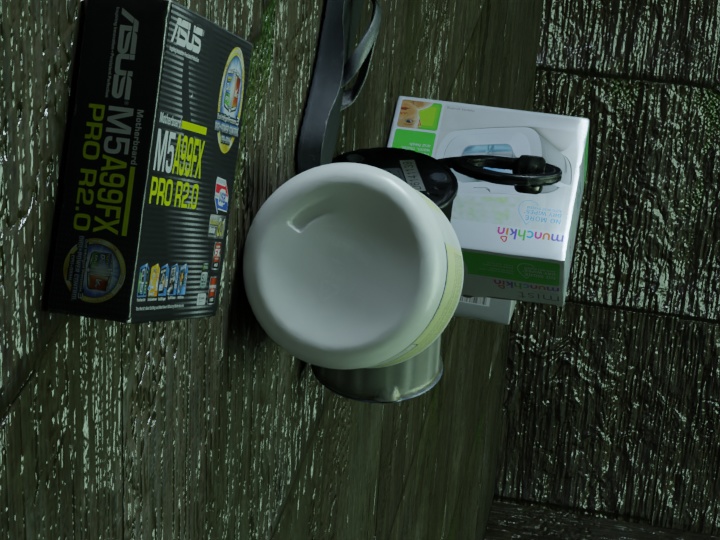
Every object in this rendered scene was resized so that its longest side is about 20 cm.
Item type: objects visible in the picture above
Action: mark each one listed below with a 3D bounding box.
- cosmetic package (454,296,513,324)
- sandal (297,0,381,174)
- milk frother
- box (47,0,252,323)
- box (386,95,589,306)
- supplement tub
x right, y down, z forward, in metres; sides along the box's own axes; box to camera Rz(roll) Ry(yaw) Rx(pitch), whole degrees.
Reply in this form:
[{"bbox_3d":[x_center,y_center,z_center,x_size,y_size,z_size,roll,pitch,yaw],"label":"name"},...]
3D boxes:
[{"bbox_3d":[0.159,-0.008,2.657,0.200,0.107,0.090,-68,165,-66],"label":"cosmetic package"},{"bbox_3d":[-0.010,-0.163,1.633,0.076,0.043,0.200,73,26,-71],"label":"sandal"},{"bbox_3d":[0.064,-0.008,1.752,0.181,0.200,0.188,-76,171,-57],"label":"milk frother"},{"bbox_3d":[-0.107,-0.055,1.081,0.200,0.044,0.160,4,94,-82],"label":"box"},{"bbox_3d":[0.121,-0.069,2.071,0.097,0.200,0.177,83,18,-58],"label":"box"},{"bbox_3d":[0.000,0.000,1.507,0.200,0.145,0.145,18,81,-81],"label":"supplement tub"}]
